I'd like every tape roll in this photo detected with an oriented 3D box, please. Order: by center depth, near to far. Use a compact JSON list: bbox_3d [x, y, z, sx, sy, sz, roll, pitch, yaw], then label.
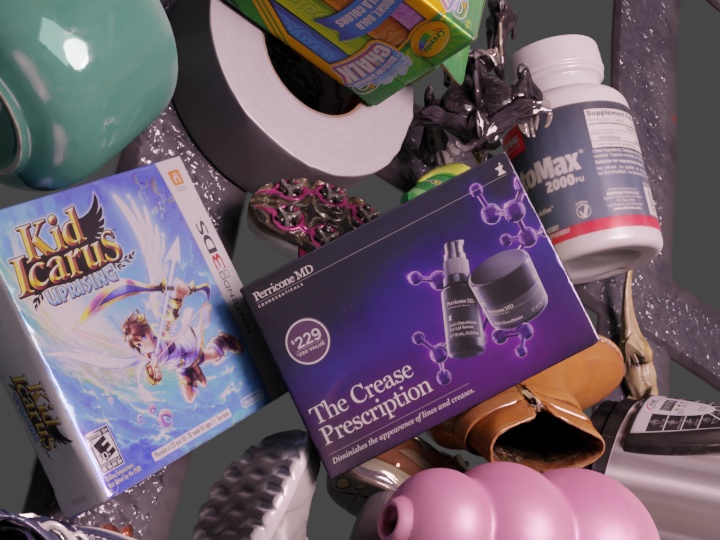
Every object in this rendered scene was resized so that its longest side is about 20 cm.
[{"bbox_3d":[-0.052,-0.155,1.041,0.199,0.066,0.203,19,59,-35],"label":"tape roll"}]

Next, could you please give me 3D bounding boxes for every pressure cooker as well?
[{"bbox_3d":[0.240,0.194,1.062,0.180,0.198,0.176,-67,149,-27],"label":"pressure cooker"}]

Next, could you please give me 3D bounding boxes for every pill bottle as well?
[{"bbox_3d":[0.190,-0.099,1.198,0.119,0.119,0.203,3,68,-41],"label":"pill bottle"}]

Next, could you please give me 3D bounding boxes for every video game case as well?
[{"bbox_3d":[-0.149,0.033,0.859,0.199,0.045,0.183,-27,90,-56],"label":"video game case"}]

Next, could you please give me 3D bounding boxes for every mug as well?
[{"bbox_3d":[-0.218,-0.127,0.835,0.115,0.183,0.153,-50,130,-40],"label":"mug"}]

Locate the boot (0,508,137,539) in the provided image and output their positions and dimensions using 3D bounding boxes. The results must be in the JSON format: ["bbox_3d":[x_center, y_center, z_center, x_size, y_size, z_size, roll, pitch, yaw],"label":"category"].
[{"bbox_3d":[-0.180,0.173,0.758,0.198,0.090,0.074,10,65,-39],"label":"boot"}]

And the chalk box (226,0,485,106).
[{"bbox_3d":[0.019,-0.219,1.000,0.199,0.123,0.126,31,53,-28],"label":"chalk box"}]

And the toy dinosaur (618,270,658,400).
[{"bbox_3d":[0.250,0.081,1.231,0.101,0.058,0.203,-14,89,-60],"label":"toy dinosaur"}]

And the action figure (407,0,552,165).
[{"bbox_3d":[0.102,-0.142,1.124,0.201,0.117,0.103,-86,163,-46],"label":"action figure"}]

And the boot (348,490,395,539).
[{"bbox_3d":[-0.010,0.208,0.838,0.132,0.069,0.202,54,37,-44],"label":"boot"}]

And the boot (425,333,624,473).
[{"bbox_3d":[0.141,0.097,0.992,0.197,0.155,0.078,-1,100,-22],"label":"boot"}]

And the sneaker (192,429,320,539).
[{"bbox_3d":[-0.067,0.201,0.875,0.082,0.074,0.202,41,57,-36],"label":"sneaker"}]

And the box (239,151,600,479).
[{"bbox_3d":[0.039,0.031,0.902,0.142,0.198,0.079,63,1,8],"label":"box"}]

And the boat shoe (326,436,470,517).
[{"bbox_3d":[0.064,0.169,0.996,0.199,0.075,0.072,36,48,-27],"label":"boat shoe"}]

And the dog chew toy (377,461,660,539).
[{"bbox_3d":[0.099,0.180,0.861,0.198,0.124,0.126,19,59,-29],"label":"dog chew toy"}]

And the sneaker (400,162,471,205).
[{"bbox_3d":[0.085,0.016,1.098,0.083,0.074,0.202,-20,89,-19],"label":"sneaker"}]

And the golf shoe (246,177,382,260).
[{"bbox_3d":[0.000,0.000,1.004,0.198,0.092,0.073,22,43,-16],"label":"golf shoe"}]
